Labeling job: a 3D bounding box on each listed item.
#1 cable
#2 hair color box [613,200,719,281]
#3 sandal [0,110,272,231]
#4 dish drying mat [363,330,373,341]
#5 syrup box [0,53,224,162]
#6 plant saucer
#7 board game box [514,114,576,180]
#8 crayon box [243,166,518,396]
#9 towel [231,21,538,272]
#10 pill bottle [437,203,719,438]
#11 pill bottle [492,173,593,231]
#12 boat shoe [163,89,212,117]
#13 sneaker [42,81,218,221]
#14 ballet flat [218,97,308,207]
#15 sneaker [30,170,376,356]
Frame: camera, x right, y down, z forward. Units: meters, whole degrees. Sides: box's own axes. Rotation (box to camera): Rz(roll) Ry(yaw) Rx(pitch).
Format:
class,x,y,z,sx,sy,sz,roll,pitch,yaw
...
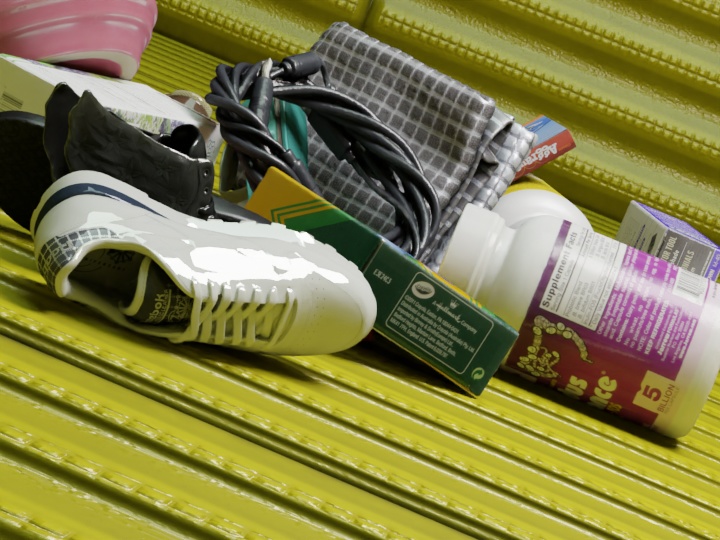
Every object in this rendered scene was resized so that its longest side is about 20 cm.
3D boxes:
class,x,y,z,sx,sy,sz,roll,pitch,yaw
cable,-0.024,-0.077,1.555,0.162,0.051,0.201,1,52,-52
hair color box,0.266,0.008,1.990,0.064,0.110,0.200,22,8,-4
sandal,-0.138,-0.043,1.321,0.199,0.075,0.045,23,36,-19
dish drying mat,-0.067,0.000,1.434,0.076,0.018,0.200,29,3,-35
syrup box,-0.178,-0.085,1.497,0.081,0.079,0.200,28,10,22
plant saucer,-0.233,-0.144,1.539,0.199,0.051,0.201,-18,-10,-3
board game box,0.074,-0.067,1.786,0.020,0.199,0.103,62,-1,-14
crayon box,0.000,0.000,1.415,0.125,0.052,0.200,34,-1,-33
towel,0.010,-0.086,1.677,0.199,0.166,0.086,29,-11,34
pill bottle,0.149,0.029,1.503,0.198,0.113,0.112,22,7,4
pill bottle,0.130,-0.015,1.761,0.110,0.112,0.200,20,7,-9
boat shoe,-0.153,-0.110,1.732,0.074,0.075,0.202,31,6,-9
sneaker,-0.103,-0.033,1.258,0.199,0.105,0.060,16,9,-38
ballet flat,-0.068,-0.054,1.603,0.067,0.070,0.201,50,21,-39
sneaker,-0.081,0.013,1.176,0.198,0.077,0.081,14,21,-20
